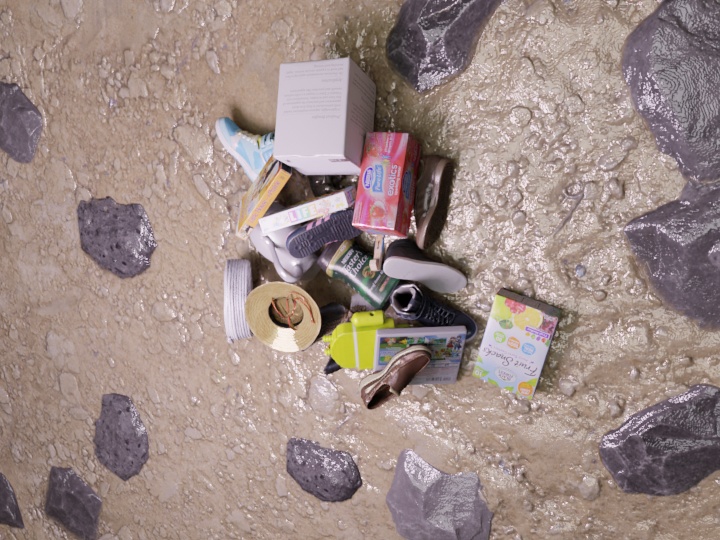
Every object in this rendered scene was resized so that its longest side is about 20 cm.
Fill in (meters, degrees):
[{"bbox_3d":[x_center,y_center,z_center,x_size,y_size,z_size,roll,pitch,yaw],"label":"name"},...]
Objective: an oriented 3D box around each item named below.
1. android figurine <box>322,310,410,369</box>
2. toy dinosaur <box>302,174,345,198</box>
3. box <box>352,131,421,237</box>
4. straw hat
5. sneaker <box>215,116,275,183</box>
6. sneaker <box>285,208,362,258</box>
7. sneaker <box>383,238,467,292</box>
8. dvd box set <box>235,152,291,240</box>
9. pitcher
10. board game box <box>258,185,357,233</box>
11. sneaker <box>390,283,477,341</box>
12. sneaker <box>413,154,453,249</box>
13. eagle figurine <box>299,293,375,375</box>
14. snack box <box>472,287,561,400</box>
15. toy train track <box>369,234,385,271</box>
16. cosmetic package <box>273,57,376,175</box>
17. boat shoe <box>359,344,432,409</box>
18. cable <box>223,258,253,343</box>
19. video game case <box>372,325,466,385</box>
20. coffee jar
[{"bbox_3d":[0.015,0.161,1.509,0.195,0.042,0.184,-6,135,1],"label":"android figurine"},{"bbox_3d":[-0.085,-0.206,1.576,0.101,0.077,0.202,-26,98,41],"label":"toy dinosaur"},{"bbox_3d":[0.056,-0.181,1.430,0.101,0.094,0.205,8,86,24],"label":"box"},{"bbox_3d":[-0.169,0.090,1.609,0.197,0.085,0.205,8,122,13],"label":"straw hat"},{"bbox_3d":[-0.247,-0.310,1.614,0.130,0.080,0.201,-36,97,32],"label":"sneaker"},{"bbox_3d":[-0.079,-0.096,1.534,0.197,0.082,0.071,-21,114,-10],"label":"sneaker"},{"bbox_3d":[0.143,-0.017,1.511,0.196,0.100,0.072,15,125,-12],"label":"sneaker"},{"bbox_3d":[-0.217,-0.184,1.533,0.029,0.148,0.201,27,121,-23],"label":"dvd box set"},{"bbox_3d":[-0.187,-0.059,1.602,0.121,0.171,0.201,-43,85,20],"label":"pitcher"},{"bbox_3d":[-0.110,-0.134,1.482,0.196,0.135,0.035,-16,100,13],"label":"board game box"},{"bbox_3d":[0.156,0.094,1.485,0.199,0.146,0.078,23,85,18],"label":"sneaker"},{"bbox_3d":[0.147,-0.151,1.478,0.075,0.070,0.204,26,111,36],"label":"sneaker"},{"bbox_3d":[-0.050,0.151,1.621,0.199,0.149,0.155,-31,67,46],"label":"eagle figurine"},{"bbox_3d":[0.337,0.159,1.471,0.140,0.053,0.204,21,114,21],"label":"snack box"},{"bbox_3d":[0.039,-0.102,1.503,0.114,0.032,0.205,-6,75,55],"label":"toy train track"},{"bbox_3d":[-0.071,-0.317,1.433,0.162,0.165,0.205,3,86,21],"label":"cosmetic package"},{"bbox_3d":[0.082,0.241,1.485,0.074,0.076,0.202,30,124,-30],"label":"boat shoe"},{"bbox_3d":[-0.301,0.071,1.689,0.068,0.200,0.204,-1,74,-7],"label":"cable"},{"bbox_3d":[0.128,0.193,1.512,0.195,0.022,0.185,-1,134,-4],"label":"video game case"},{"bbox_3d":[0.000,0.000,1.566,0.198,0.085,0.105,33,86,14],"label":"coffee jar"}]
